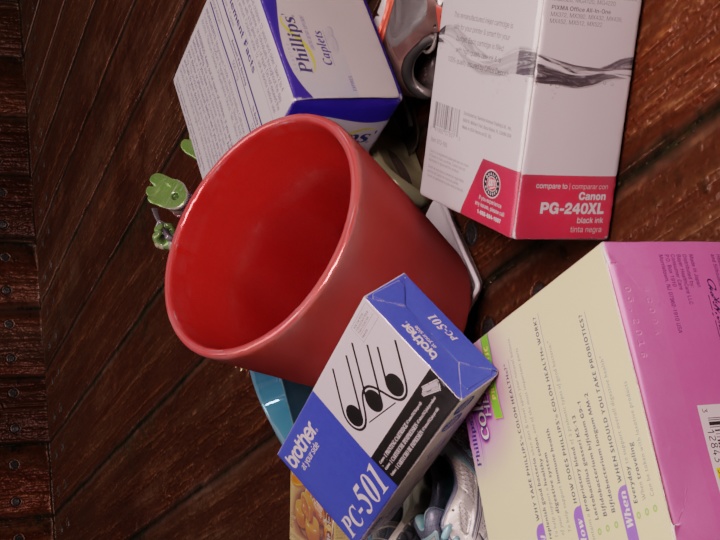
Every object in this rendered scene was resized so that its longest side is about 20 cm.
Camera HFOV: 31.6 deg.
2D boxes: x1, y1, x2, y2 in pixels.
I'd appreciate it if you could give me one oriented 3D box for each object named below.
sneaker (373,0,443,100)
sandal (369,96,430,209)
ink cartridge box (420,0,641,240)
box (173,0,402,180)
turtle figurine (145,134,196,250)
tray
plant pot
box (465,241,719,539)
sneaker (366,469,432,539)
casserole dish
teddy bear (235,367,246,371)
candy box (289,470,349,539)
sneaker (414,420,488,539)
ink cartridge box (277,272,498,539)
[{"bbox_3d":[0.064,-0.234,1.052,0.082,0.077,0.201,32,125,33],"label":"sneaker"},{"bbox_3d":[0.023,-0.135,1.133,0.057,0.079,0.202,-50,47,27],"label":"sandal"},{"bbox_3d":[0.116,-0.135,0.885,0.145,0.083,0.201,-145,58,-62],"label":"ink cartridge box"},{"bbox_3d":[-0.070,-0.156,1.100,0.200,0.104,0.185,-54,47,49],"label":"box"},{"bbox_3d":[-0.192,-0.094,1.476,0.194,0.143,0.201,63,-173,-68],"label":"turtle figurine"},{"bbox_3d":[0.058,0.040,1.101,0.201,0.022,0.108,113,148,-43],"label":"tray"},{"bbox_3d":[-0.021,0.005,0.981,0.200,0.177,0.202,-23,53,34],"label":"plant pot"},{"bbox_3d":[0.156,0.102,0.783,0.200,0.096,0.177,133,131,-57],"label":"box"},{"bbox_3d":[0.033,0.219,1.007,0.086,0.078,0.200,-31,24,36],"label":"sneaker"},{"bbox_3d":[-0.072,0.094,1.176,0.121,0.039,0.201,52,159,45],"label":"casserole dish"},{"bbox_3d":[-0.095,0.051,1.304,0.146,0.066,0.200,-67,-28,-25],"label":"teddy bear"},{"bbox_3d":[-0.025,0.180,1.255,0.115,0.055,0.201,-172,82,-65],"label":"candy box"},{"bbox_3d":[0.083,0.206,0.947,0.078,0.086,0.201,135,129,-57],"label":"sneaker"},{"bbox_3d":[0.013,0.102,0.888,0.094,0.044,0.200,46,139,17],"label":"ink cartridge box"}]
